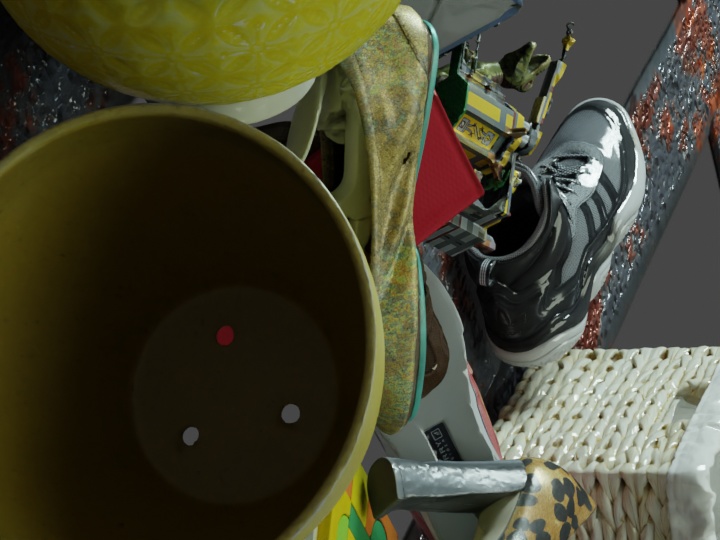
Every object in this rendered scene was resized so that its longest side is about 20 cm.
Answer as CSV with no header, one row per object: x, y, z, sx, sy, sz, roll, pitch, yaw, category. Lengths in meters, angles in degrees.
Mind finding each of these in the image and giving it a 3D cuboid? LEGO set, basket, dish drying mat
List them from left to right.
-0.033,-0.008,1.033,0.200,0.018,0.077,-37,123,-13,dish drying mat
0.067,-0.103,1.166,0.115,0.153,0.201,27,49,-30,LEGO set
0.171,0.167,1.364,0.198,0.160,0.201,-47,134,-59,basket

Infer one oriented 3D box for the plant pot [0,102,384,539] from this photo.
-0.073,0.045,0.919,0.142,0.198,0.202,39,58,-72,plant pot

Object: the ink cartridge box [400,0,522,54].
0.003,-0.221,1.077,0.137,0.076,0.201,52,16,-50,ink cartridge box

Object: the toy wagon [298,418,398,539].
-0.007,0.178,1.148,0.200,0.039,0.156,64,26,-51,toy wagon

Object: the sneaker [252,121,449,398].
0.000,0.000,1.101,0.200,0.075,0.071,44,45,-37,sneaker

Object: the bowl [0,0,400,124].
-0.061,-0.126,0.914,0.200,0.199,0.108,-56,150,-44,bowl

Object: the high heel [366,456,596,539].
0.082,0.192,1.127,0.142,0.071,0.201,6,66,-33,high heel

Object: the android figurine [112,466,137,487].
-0.101,0.186,1.014,0.182,0.041,0.202,-6,99,-61,android figurine

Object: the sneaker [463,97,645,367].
0.120,-0.048,1.360,0.201,0.075,0.114,-68,148,-27,sneaker

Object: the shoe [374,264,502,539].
0.034,0.080,1.233,0.091,0.071,0.201,-175,-119,-81,shoe

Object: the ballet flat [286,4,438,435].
-0.005,-0.022,0.994,0.071,0.070,0.202,-20,116,-59,ballet flat
